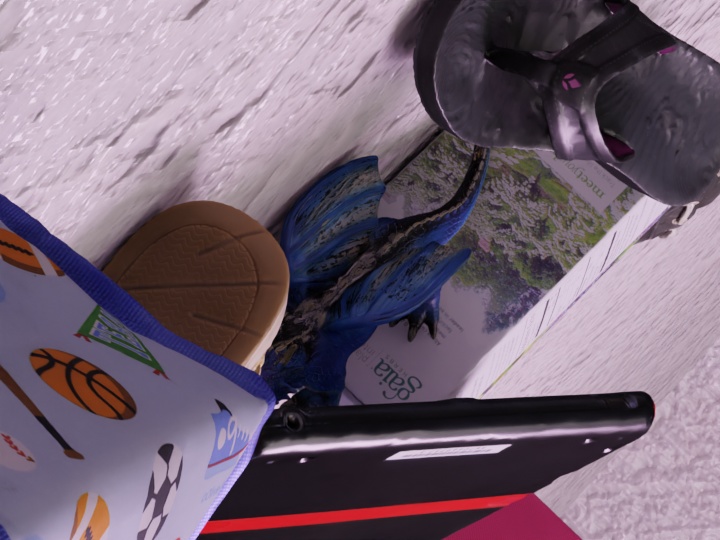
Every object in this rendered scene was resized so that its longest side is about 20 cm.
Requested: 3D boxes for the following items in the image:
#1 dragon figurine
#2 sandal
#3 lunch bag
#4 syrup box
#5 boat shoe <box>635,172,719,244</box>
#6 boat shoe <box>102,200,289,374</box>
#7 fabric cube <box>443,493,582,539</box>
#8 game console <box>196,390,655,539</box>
[{"bbox_3d":[0.000,0.000,0.933,0.200,0.059,0.099,-41,168,-20],"label":"dragon figurine"},{"bbox_3d":[0.093,-0.068,0.920,0.200,0.048,0.076,13,99,-52],"label":"sandal"},{"bbox_3d":[-0.136,0.090,0.582,0.200,0.124,0.170,-59,167,17],"label":"lunch bag"},{"bbox_3d":[0.053,-0.013,1.039,0.200,0.079,0.081,-45,169,-13],"label":"syrup box"},{"bbox_3d":[0.139,-0.057,1.192,0.063,0.071,0.200,-10,167,-11],"label":"boat shoe"},{"bbox_3d":[-0.093,0.069,0.786,0.200,0.074,0.069,-45,163,-14],"label":"boat shoe"},{"bbox_3d":[0.002,0.214,1.330,0.196,0.199,0.200,-39,166,-39],"label":"fabric cube"},{"bbox_3d":[-0.015,0.079,0.934,0.199,0.031,0.177,-1,157,-41],"label":"game console"}]
